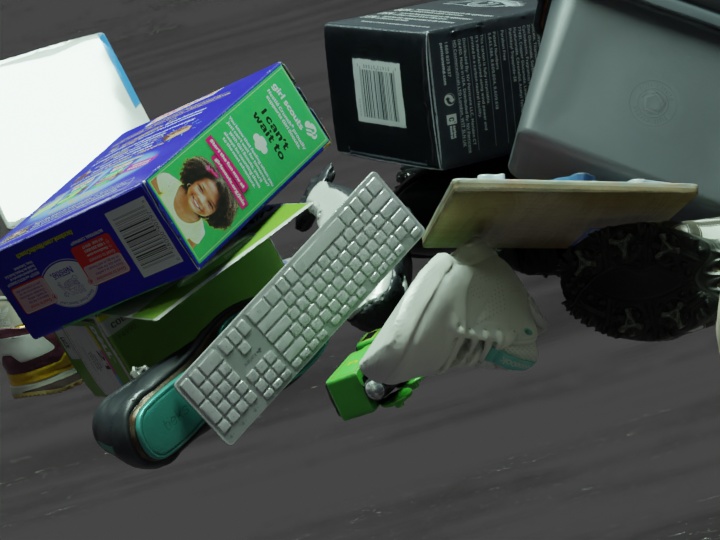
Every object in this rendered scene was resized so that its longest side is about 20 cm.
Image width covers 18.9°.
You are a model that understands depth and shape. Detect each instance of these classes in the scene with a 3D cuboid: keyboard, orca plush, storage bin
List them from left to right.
[{"bbox_3d":[-0.038,0.024,1.418,0.200,0.056,0.011,-48,22,-18],"label":"keyboard"},{"bbox_3d":[0.000,0.000,1.613,0.105,0.071,0.200,-45,31,-6],"label":"orca plush"},{"bbox_3d":[0.193,-0.106,1.465,0.198,0.135,0.146,21,-17,5],"label":"storage bin"}]

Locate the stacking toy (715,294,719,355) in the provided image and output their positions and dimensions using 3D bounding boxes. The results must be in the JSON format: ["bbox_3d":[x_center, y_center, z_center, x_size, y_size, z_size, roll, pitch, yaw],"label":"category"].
[{"bbox_3d":[0.299,0.031,1.123,0.199,0.147,0.146,23,37,39],"label":"stacking toy"}]

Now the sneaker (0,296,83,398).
[{"bbox_3d":[-0.211,0.024,1.674,0.074,0.091,0.200,-7,17,28],"label":"sneaker"}]

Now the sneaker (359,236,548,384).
[{"bbox_3d":[0.069,0.037,1.361,0.075,0.088,0.200,-54,-9,26],"label":"sneaker"}]

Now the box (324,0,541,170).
[{"bbox_3d":[0.094,-0.151,1.647,0.199,0.105,0.148,-14,15,-29],"label":"box"}]

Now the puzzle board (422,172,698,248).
[{"bbox_3d":[0.123,-0.038,1.395,0.149,0.018,0.200,0,-9,-4],"label":"puzzle board"}]

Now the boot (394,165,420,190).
[{"bbox_3d":[0.129,-0.082,1.750,0.161,0.074,0.198,-20,8,-26],"label":"boot"}]

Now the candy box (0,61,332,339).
[{"bbox_3d":[-0.140,-0.051,1.506,0.168,0.077,0.200,-21,18,37],"label":"candy box"}]

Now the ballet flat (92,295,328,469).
[{"bbox_3d":[-0.104,0.070,1.445,0.073,0.074,0.200,-1,24,43],"label":"ballet flat"}]

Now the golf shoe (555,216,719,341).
[{"bbox_3d":[0.225,0.002,1.376,0.198,0.079,0.094,-5,0,29],"label":"golf shoe"}]

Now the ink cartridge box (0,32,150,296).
[{"bbox_3d":[-0.249,-0.060,1.738,0.144,0.148,0.200,-20,-24,-22],"label":"ink cartridge box"}]

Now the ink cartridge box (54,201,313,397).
[{"bbox_3d":[-0.114,0.022,1.517,0.147,0.076,0.200,-37,17,-23],"label":"ink cartridge box"}]

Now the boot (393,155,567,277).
[{"bbox_3d":[0.112,-0.036,1.587,0.196,0.074,0.163,-13,18,5],"label":"boot"}]

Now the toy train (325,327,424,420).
[{"bbox_3d":[0.030,0.047,1.449,0.056,0.042,0.200,-20,11,26],"label":"toy train"}]

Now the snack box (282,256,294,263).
[{"bbox_3d":[-0.076,0.032,1.635,0.071,0.025,0.200,-17,15,2],"label":"snack box"}]
